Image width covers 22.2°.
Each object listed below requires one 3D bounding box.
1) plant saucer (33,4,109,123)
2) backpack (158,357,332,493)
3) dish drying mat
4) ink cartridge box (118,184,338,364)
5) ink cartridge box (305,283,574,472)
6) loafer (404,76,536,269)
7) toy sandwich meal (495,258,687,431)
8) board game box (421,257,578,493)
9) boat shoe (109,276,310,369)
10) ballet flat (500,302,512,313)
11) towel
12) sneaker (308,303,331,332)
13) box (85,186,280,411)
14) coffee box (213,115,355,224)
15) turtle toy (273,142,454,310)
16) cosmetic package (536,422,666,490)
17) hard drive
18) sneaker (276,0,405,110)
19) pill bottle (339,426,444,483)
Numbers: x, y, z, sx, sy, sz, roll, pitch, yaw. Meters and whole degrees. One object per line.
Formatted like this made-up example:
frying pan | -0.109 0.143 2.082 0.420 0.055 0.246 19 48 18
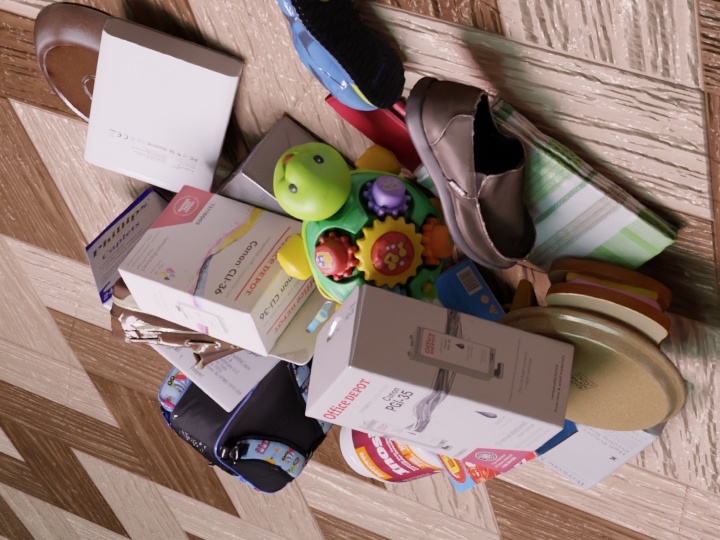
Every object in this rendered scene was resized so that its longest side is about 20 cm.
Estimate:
plant saucer | -0.246 -0.183 1.824 0.200 0.032 0.200 25 153 14
backpack | -0.119 0.157 2.140 0.134 0.183 0.200 26 167 31
dish drying mat | 0.059 -0.102 1.644 0.200 0.018 0.077 37 155 -12
ink cartridge box | -0.110 0.003 1.717 0.199 0.117 0.068 18 148 30
ink cartridge box | 0.066 0.097 1.610 0.199 0.083 0.147 16 154 -11
loafer | 0.103 -0.074 1.507 0.071 0.073 0.200 1 141 35
toy sandwich meal | 0.209 0.068 1.650 0.205 0.070 0.205 19 151 11
board game box | 0.104 0.110 1.842 0.200 0.056 0.196 58 154 4
boat shoe | -0.149 0.060 1.819 0.202 0.075 0.075 12 -166 -2
ballet flat | 0.153 0.088 1.867 0.067 0.057 0.200 51 157 24
towel | 0.159 -0.060 1.585 0.200 0.031 0.149 34 149 -11
sneaker | 0.000 0.000 1.763 0.079 0.131 0.200 37 154 -8
box | -0.183 0.026 1.949 0.184 0.105 0.200 43 -176 -23
coffee box | -0.084 -0.060 1.806 0.114 0.080 0.200 38 154 -8
turtle toy | 0.000 -0.037 1.623 0.200 0.146 0.101 41 178 -19
cosmetic package | 0.233 0.144 1.834 0.101 0.074 0.200 32 153 1
hard drive | -0.192 -0.152 1.760 0.131 0.027 0.200 19 145 -2
sneaker | -0.040 -0.207 1.512 0.078 0.066 0.200 11 148 43
pill bottle | 0.055 0.176 2.039 0.113 0.113 0.200 37 154 -12
